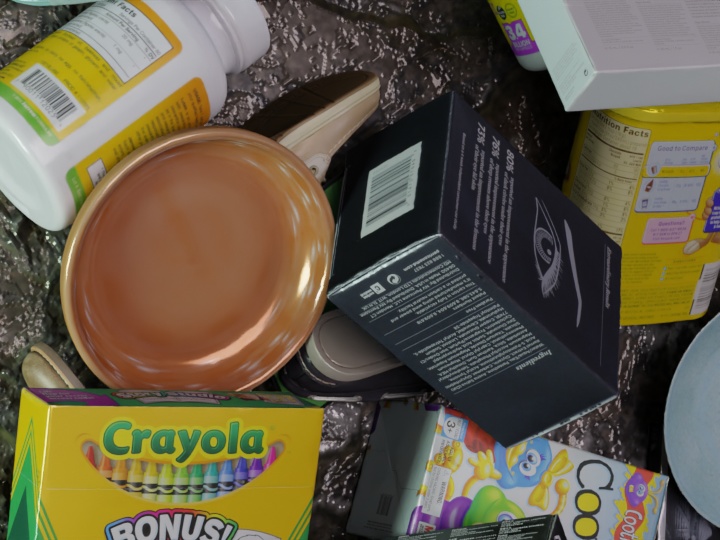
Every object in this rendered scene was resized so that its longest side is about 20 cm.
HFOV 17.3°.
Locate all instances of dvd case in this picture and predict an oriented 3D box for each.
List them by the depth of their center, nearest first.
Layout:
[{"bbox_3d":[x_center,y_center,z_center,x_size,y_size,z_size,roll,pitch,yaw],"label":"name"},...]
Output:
[{"bbox_3d":[0.291,0.223,1.866,0.150,0.025,0.201,4,87,-25],"label":"dvd case"}]

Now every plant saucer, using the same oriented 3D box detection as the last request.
[{"bbox_3d":[-0.112,-0.004,1.596,0.199,0.037,0.201,-10,114,-24],"label":"plant saucer"},{"bbox_3d":[0.319,0.107,1.834,0.200,0.039,0.202,-3,101,-18],"label":"plant saucer"}]

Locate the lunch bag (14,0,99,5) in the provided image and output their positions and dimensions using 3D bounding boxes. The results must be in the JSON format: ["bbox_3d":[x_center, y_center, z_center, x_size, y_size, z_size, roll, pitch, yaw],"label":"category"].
[{"bbox_3d":[-0.156,-0.264,1.573,0.199,0.077,0.161,-7,66,5],"label":"lunch bag"}]

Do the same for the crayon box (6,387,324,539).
[{"bbox_3d":[-0.132,0.168,1.575,0.199,0.058,0.173,2,101,-29],"label":"crayon box"}]

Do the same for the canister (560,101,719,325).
[{"bbox_3d":[0.218,-0.063,1.755,0.148,0.087,0.201,-3,121,-28],"label":"canister"}]

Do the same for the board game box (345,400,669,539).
[{"bbox_3d":[0.108,0.171,1.735,0.199,0.105,0.104,19,81,-25],"label":"board game box"}]

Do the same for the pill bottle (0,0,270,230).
[{"bbox_3d":[-0.162,-0.126,1.604,0.200,0.111,0.111,-38,105,-21],"label":"pill bottle"}]

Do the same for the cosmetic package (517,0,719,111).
[{"bbox_3d":[0.209,-0.191,1.666,0.199,0.052,0.151,-5,62,-29],"label":"cosmetic package"}]

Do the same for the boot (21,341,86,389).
[{"bbox_3d":[-0.198,0.148,1.610,0.075,0.074,0.201,-24,103,-17],"label":"boot"}]

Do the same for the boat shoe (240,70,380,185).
[{"bbox_3d":[-0.059,-0.070,1.679,0.200,0.072,0.065,-40,116,-20],"label":"boat shoe"}]

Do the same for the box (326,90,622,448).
[{"bbox_3d":[0.084,0.002,1.637,0.200,0.104,0.148,42,36,-29],"label":"box"}]

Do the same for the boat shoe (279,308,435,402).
[{"bbox_3d":[0.024,0.060,1.722,0.199,0.063,0.073,-3,63,-43],"label":"boat shoe"}]

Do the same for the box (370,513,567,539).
[{"bbox_3d":[0.070,0.271,1.656,0.048,0.199,0.194,-62,136,-58],"label":"box"}]

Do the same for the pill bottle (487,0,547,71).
[{"bbox_3d":[0.123,-0.257,1.746,0.104,0.104,0.201,-32,102,-22],"label":"pill bottle"}]

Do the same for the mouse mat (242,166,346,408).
[{"bbox_3d":[0.000,0.000,1.707,0.200,0.008,0.161,-36,126,-21],"label":"mouse mat"}]
